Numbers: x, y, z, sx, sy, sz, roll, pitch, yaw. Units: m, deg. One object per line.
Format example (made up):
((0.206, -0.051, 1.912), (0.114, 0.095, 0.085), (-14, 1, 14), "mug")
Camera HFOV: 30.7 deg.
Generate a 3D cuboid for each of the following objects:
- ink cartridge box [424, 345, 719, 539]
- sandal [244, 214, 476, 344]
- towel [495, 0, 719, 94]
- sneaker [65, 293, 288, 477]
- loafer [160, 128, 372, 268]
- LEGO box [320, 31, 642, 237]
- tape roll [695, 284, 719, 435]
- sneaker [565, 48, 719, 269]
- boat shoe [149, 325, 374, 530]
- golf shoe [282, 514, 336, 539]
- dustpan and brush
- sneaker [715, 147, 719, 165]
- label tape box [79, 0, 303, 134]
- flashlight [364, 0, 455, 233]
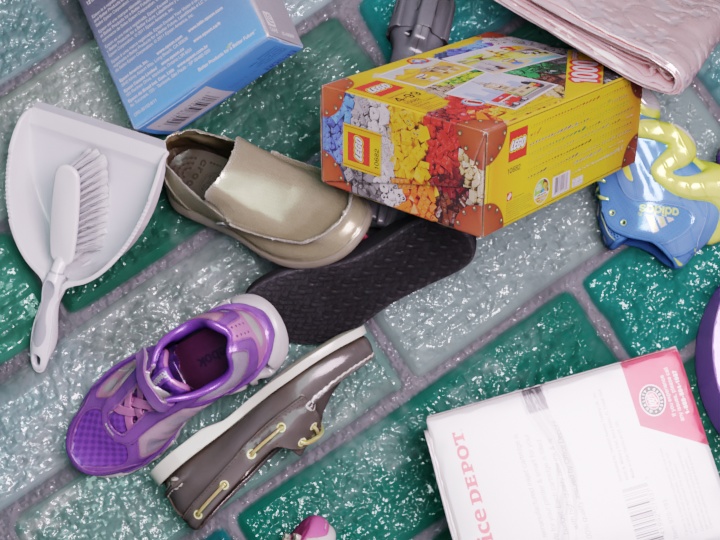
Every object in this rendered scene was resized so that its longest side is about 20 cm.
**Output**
((0.158, 0.157, 0.983), (0.198, 0.083, 0.147), (-16, 79, 0), "ink cartridge box")
((0.000, 0.000, 1.021), (0.198, 0.045, 0.075), (-23, 122, 20), "sandal")
((0.191, -0.218, 1.015), (0.190, 0.032, 0.200), (32, 37, 10), "towel")
((-0.151, 0.088, 0.996), (0.199, 0.088, 0.081), (-36, 85, 11), "sneaker")
((-0.083, -0.058, 1.006), (0.198, 0.068, 0.076), (15, 68, 31), "loafer")
((0.091, -0.106, 0.958), (0.148, 0.199, 0.078), (21, 122, 36), "LEGO box")
((0.361, 0.068, 1.003), (0.198, 0.066, 0.203), (-1, 78, 3), "tape roll")
((0.205, -0.082, 1.032), (0.200, 0.076, 0.105), (41, 84, 8), "sneaker")
((-0.065, 0.119, 1.009), (0.200, 0.072, 0.061), (-37, 84, 2), "boat shoe")
((-0.050, 0.286, 0.982), (0.091, 0.075, 0.202), (23, 83, -9), "golf shoe")
((-0.232, -0.018, 1.041), (0.138, 0.057, 0.202), (18, 111, 20), "dustpan and brush")
((0.383, -0.076, 1.027), (0.198, 0.070, 0.101), (-6, 81, 2), "sneaker")
((-0.152, -0.232, 1.054), (0.143, 0.066, 0.202), (-29, 77, 24), "label tape box")
((0.029, -0.125, 1.057), (0.067, 0.068, 0.202), (4, 72, 37), "flashlight")
